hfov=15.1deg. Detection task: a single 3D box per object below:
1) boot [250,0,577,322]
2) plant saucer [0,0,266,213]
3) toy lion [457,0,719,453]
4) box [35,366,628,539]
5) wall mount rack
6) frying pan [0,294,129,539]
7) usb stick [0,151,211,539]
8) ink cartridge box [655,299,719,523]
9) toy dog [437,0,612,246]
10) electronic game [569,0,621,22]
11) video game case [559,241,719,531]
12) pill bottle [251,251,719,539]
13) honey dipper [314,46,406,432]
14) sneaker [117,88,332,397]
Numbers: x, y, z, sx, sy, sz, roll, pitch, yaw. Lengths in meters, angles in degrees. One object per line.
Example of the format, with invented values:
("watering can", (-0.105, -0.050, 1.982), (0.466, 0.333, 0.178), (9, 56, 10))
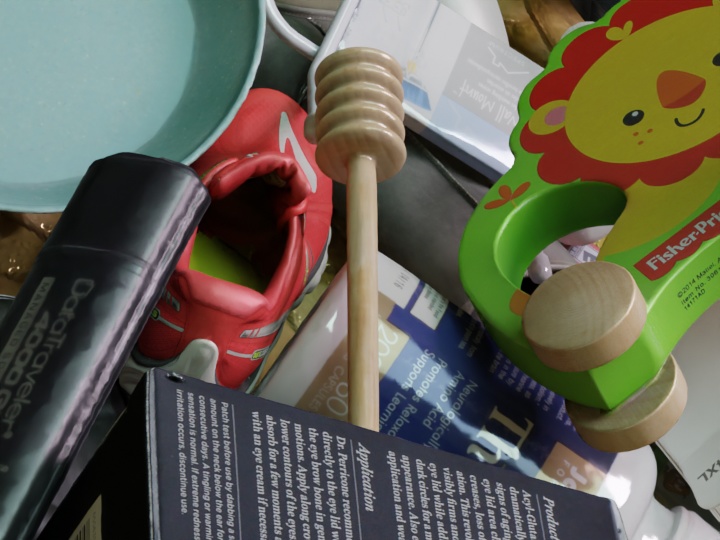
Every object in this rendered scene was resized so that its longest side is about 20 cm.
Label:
("boot", (-0.009, -0.043, 1.243), (0.182, 0.073, 0.200), (-10, 58, -41))
("plant saucer", (-0.141, -0.108, 1.138), (0.200, 0.036, 0.200), (5, 66, -10))
("toy lion", (0.122, -0.042, 1.109), (0.192, 0.200, 0.069), (43, -12, 52))
("box", (-0.017, 0.141, 0.988), (0.200, 0.148, 0.104), (18, 41, -24))
("wall mount rack", (0.041, -0.079, 1.211), (0.200, 0.075, 0.174), (31, 56, -12))
("frying pan", (-0.148, 0.060, 1.025), (0.190, 0.031, 0.115), (5, 68, -53))
("usb stick", (-0.114, 0.035, 1.007), (0.055, 0.033, 0.200), (7, 52, 25))
("ink cartridge box", (0.203, 0.048, 1.175), (0.125, 0.129, 0.200), (51, 13, 18))
("toy dog", (0.069, -0.112, 1.342), (0.200, 0.096, 0.132), (36, 35, 9))
("electronic game", (0.175, -0.115, 1.434), (0.200, 0.042, 0.200), (40, 17, -15))
("video game case", (0.151, 0.074, 1.288), (0.200, 0.017, 0.143), (37, 38, 0))
("pill bottle", (0.050, 0.089, 1.119), (0.200, 0.111, 0.111), (35, 38, -1))
("honey dipper", (0.000, 0.000, 1.064), (0.038, 0.038, 0.200), (17, 51, -23))
("sneaker", (-0.042, -0.020, 1.113), (0.077, 0.085, 0.200), (22, 36, -7))
